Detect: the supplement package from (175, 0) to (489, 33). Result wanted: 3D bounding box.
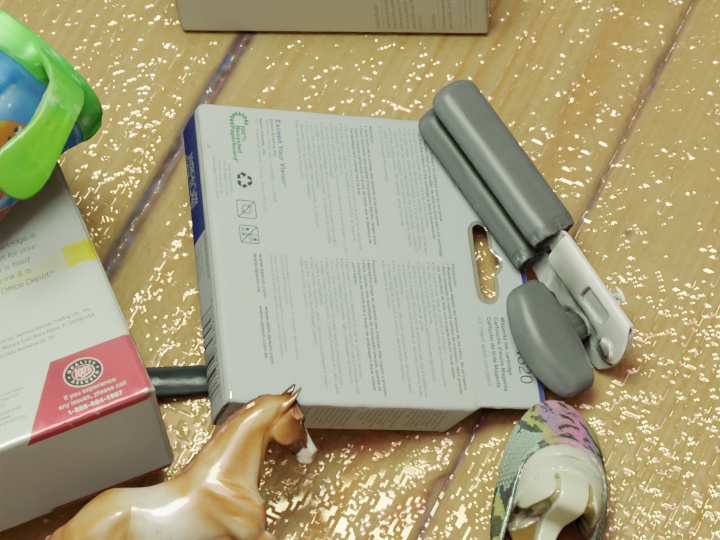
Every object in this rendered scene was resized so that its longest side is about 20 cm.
[{"bbox_3d":[-0.018,-0.229,1.668,0.200,0.121,0.120,1,65,4],"label":"supplement package"}]

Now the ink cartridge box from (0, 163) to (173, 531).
[{"bbox_3d":[-0.211,0.042,1.558,0.145,0.083,0.200,-21,54,-6],"label":"ink cartridge box"}]

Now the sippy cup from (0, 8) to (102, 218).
[{"bbox_3d":[-0.238,-0.077,1.524,0.140,0.178,0.130,35,76,-1],"label":"sippy cup"}]

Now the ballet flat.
[{"bbox_3d":[0.103,0.160,1.501,0.069,0.071,0.200,19,66,-3],"label":"ballet flat"}]

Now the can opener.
[{"bbox_3d":[0.095,-0.022,1.581,0.066,0.053,0.200,-21,72,-31],"label":"can opener"}]

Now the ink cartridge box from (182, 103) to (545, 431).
[{"bbox_3d":[0.000,0.000,1.588,0.200,0.043,0.197,4,62,-21],"label":"ink cartridge box"}]

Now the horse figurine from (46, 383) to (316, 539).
[{"bbox_3d":[-0.107,0.159,1.499,0.200,0.050,0.133,-19,102,4],"label":"horse figurine"}]

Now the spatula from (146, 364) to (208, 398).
[{"bbox_3d":[-0.073,0.061,1.590,0.200,0.021,0.057,-8,63,1],"label":"spatula"}]
